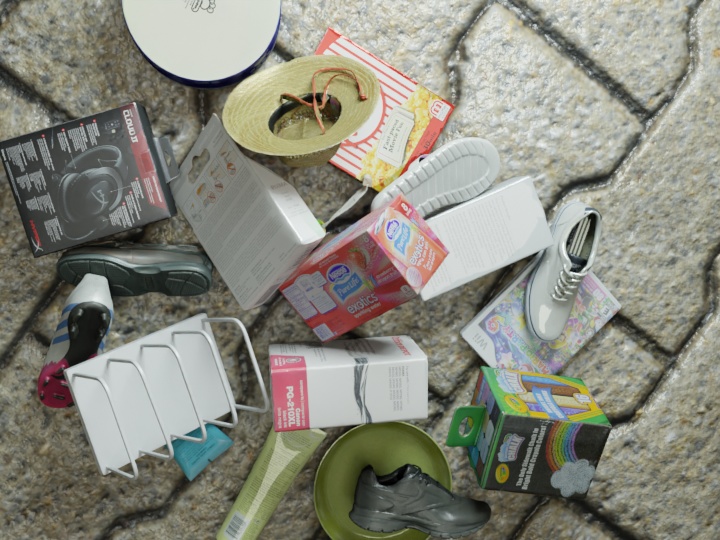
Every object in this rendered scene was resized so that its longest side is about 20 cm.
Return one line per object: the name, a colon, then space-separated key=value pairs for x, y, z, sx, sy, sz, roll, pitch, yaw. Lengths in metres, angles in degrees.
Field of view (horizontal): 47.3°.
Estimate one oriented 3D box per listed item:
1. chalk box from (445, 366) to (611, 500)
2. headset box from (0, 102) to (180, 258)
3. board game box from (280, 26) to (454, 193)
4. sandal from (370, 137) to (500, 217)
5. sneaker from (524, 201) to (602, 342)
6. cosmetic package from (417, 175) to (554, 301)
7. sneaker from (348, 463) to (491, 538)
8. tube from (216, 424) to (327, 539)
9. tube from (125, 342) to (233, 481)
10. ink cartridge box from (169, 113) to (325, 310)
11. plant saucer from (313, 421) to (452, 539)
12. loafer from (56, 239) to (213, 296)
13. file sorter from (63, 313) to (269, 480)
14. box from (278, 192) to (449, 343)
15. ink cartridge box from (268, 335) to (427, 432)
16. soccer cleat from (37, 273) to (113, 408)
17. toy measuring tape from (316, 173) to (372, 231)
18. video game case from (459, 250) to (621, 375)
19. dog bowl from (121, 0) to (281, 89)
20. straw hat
chalk box: x=0.215 y=0.218 z=1.125 sx=0.198 sy=0.124 sz=0.126 roll=9 pitch=112 yaw=-8
headset box: x=-0.333 y=-0.117 z=1.044 sx=0.198 sy=0.077 sz=0.150 roll=-18 pitch=98 yaw=-4
board game box: x=0.003 y=-0.203 z=1.100 sx=0.199 sy=0.046 sz=0.153 roll=29 pitch=91 yaw=-10
sandal: x=0.094 y=-0.120 z=1.086 sx=0.201 sy=0.050 sz=0.083 roll=-27 pitch=115 yaw=-18
sneaker: x=0.277 y=0.003 z=1.129 sx=0.072 sy=0.071 sz=0.202 roll=12 pitch=94 yaw=-9
cosmetic package: x=0.150 y=-0.045 z=1.125 sx=0.198 sy=0.071 sz=0.102 roll=-23 pitch=98 yaw=-5
sneaker: x=0.086 y=0.312 z=1.126 sx=0.198 sy=0.076 sz=0.092 roll=7 pitch=90 yaw=-11
tube: x=-0.127 y=0.294 z=1.139 sx=0.058 sy=0.052 sz=0.201 roll=32 pitch=87 yaw=-51
tube: x=-0.263 y=0.188 z=1.108 sx=0.077 sy=0.050 sz=0.201 roll=-39 pitch=104 yaw=-5
ink cartridge box: x=-0.150 y=-0.074 z=1.043 sx=0.050 sy=0.161 sz=0.201 roll=-21 pitch=73 yaw=-46
plant saucer: x=0.031 y=0.306 z=1.167 sx=0.198 sy=0.031 sz=0.203 roll=-1 pitch=97 yaw=-8
loafer: x=-0.292 y=-0.007 z=1.082 sx=0.198 sy=0.063 sz=0.072 roll=6 pitch=135 yaw=-7
file sorter: x=-0.236 y=0.153 z=1.024 sx=0.199 sy=0.124 sz=0.140 roll=-23 pitch=101 yaw=-35
box: x=0.000 y=0.000 z=1.041 sx=0.103 sy=0.199 sz=0.095 roll=49 pitch=47 yaw=-9
ink cartridge box: x=-0.020 y=0.145 z=1.084 sx=0.198 sy=0.145 sz=0.085 roll=-3 pitch=98 yaw=-7
soccer cleat: x=-0.365 y=0.093 z=1.069 sx=0.069 sy=0.087 sz=0.201 roll=17 pitch=123 yaw=-25
toy measuring tape: x=-0.075 y=-0.072 z=1.083 sx=0.200 sy=0.074 sz=0.074 roll=-43 pitch=100 yaw=11
video game case: x=0.259 y=0.071 z=1.180 sx=0.200 sy=0.018 sz=0.143 roll=-44 pitch=100 yaw=-1
dog bowl: x=-0.199 y=-0.335 z=1.042 sx=0.198 sy=0.079 sz=0.203 roll=-1 pitch=96 yaw=-7
straw hat: x=-0.065 y=-0.176 z=1.021 sx=0.199 sy=0.202 sz=0.086 roll=-15 pitch=139 yaw=-6
